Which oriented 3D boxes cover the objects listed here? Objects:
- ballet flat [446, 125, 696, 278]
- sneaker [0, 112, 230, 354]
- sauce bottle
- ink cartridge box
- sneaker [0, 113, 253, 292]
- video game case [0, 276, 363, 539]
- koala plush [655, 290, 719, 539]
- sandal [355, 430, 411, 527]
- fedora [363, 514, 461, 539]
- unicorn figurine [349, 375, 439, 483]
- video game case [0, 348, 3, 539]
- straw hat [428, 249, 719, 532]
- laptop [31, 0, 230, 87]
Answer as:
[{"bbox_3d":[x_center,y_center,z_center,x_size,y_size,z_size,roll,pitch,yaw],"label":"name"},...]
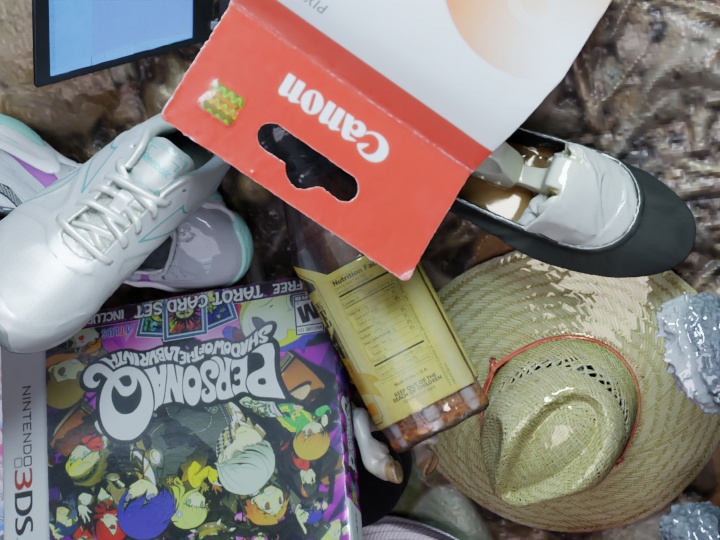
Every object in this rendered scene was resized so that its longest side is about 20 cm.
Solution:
[{"bbox_3d":[0.085,-0.046,1.221,0.200,0.068,0.068,18,81,4],"label":"ballet flat"},{"bbox_3d":[-0.131,-0.035,1.210,0.070,0.200,0.080,45,144,-4],"label":"sneaker"},{"bbox_3d":[0.000,0.000,1.255,0.066,0.066,0.200,-30,84,26],"label":"sauce bottle"},{"bbox_3d":[0.019,-0.119,1.145,0.162,0.050,0.200,34,81,-17],"label":"ink cartridge box"},{"bbox_3d":[-0.168,-0.012,1.270,0.200,0.140,0.078,16,120,6],"label":"sneaker"},{"bbox_3d":[-0.102,0.102,1.275,0.200,0.182,0.036,-9,154,9],"label":"video game case"},{"bbox_3d":[0.247,0.096,1.218,0.177,0.184,0.200,-7,93,3],"label":"koala plush"},{"bbox_3d":[-0.060,0.139,1.379,0.200,0.043,0.076,-16,112,22],"label":"sandal"},{"bbox_3d":[0.033,0.255,1.388,0.200,0.090,0.177,45,118,-11],"label":"fedora"},{"bbox_3d":[-0.045,0.127,1.312,0.137,0.200,0.074,27,163,24],"label":"unicorn figurine"},{"bbox_3d":[-0.226,0.116,1.357,0.182,0.024,0.200,-25,98,-3],"label":"video game case"},{"bbox_3d":[0.109,0.086,1.283,0.201,0.085,0.201,6,118,11],"label":"straw hat"},{"bbox_3d":[-0.058,-0.180,1.176,0.200,0.103,0.178,9,119,10],"label":"laptop"}]
